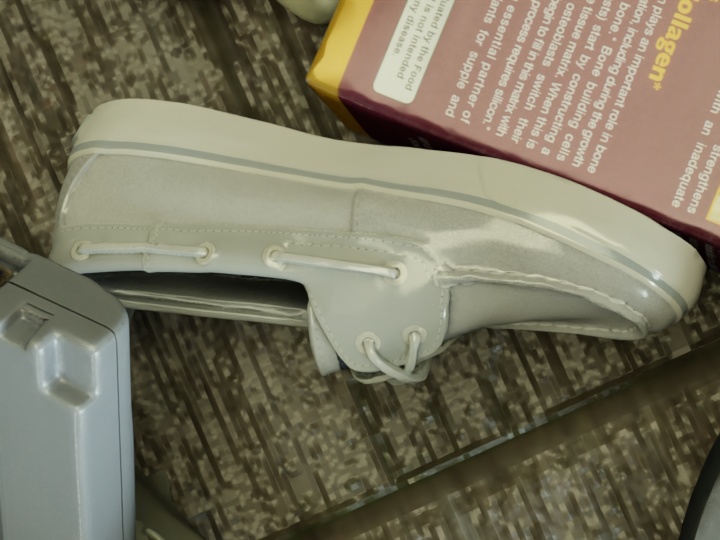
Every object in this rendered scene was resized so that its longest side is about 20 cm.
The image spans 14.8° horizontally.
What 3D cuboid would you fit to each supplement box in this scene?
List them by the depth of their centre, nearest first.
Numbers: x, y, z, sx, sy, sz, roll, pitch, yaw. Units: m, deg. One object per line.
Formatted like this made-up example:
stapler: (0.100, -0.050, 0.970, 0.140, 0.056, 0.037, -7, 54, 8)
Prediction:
supplement box: (0.099, -0.064, 0.848, 0.200, 0.086, 0.110, 22, 87, 11)

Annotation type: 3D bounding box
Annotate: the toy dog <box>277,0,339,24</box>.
toy dog: (-0.087, -0.154, 0.829, 0.139, 0.200, 0.194, -30, 79, 4)

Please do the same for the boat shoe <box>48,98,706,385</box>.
boat shoe: (0.000, 0.000, 0.830, 0.200, 0.072, 0.069, 14, 72, 10)

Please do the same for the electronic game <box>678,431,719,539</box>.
electronic game: (0.179, 0.078, 0.751, 0.200, 0.042, 0.200, -6, 113, -13)

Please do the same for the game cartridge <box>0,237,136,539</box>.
game cartridge: (-0.152, 0.030, 0.836, 0.200, 0.133, 0.042, 24, 49, 23)

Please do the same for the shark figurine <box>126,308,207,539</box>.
shark figurine: (-0.031, 0.092, 0.866, 0.089, 0.128, 0.215, -21, 49, -26)
